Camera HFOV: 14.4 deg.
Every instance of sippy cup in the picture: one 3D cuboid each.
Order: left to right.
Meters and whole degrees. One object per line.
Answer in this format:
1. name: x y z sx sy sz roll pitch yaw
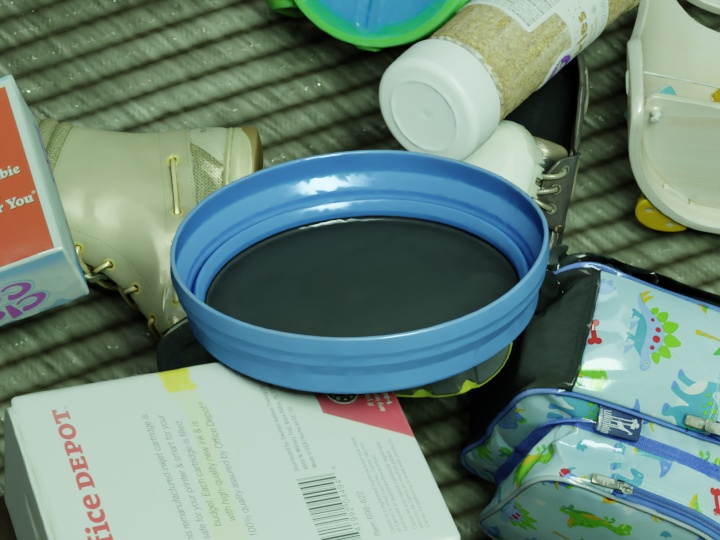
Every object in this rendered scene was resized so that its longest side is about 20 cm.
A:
1. sippy cup: 0.034 -0.206 1.716 0.177 0.130 0.141 16 104 22

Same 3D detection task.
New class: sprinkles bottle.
1. sprinkles bottle: 0.091 -0.137 1.642 0.068 0.068 0.200 36 48 13

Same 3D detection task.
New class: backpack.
1. backpack: 0.165 0.097 1.560 0.199 0.183 0.148 16 69 -8

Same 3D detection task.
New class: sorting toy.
1. sorting toy: 0.239 -0.115 1.724 0.199 0.107 0.181 9 51 -12

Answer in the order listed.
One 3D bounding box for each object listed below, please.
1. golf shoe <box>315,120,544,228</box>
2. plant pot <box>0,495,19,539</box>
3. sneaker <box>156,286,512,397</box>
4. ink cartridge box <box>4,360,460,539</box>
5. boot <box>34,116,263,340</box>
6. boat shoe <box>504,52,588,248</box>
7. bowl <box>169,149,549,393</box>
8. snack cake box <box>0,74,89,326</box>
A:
1. golf shoe: 0.018 -0.021 1.613 0.200 0.097 0.078 -43 51 -3
2. plant pot: -0.203 0.215 1.478 0.186 0.187 0.200 28 50 9
3. sneaker: -0.012 0.043 1.563 0.199 0.085 0.075 -4 102 9
4. ink cartridge box: -0.070 0.125 1.435 0.199 0.084 0.146 -8 48 -19
5. boot: -0.140 0.006 1.636 0.154 0.073 0.201 5 71 3
6. boat shoe: 0.092 -0.056 1.688 0.074 0.073 0.201 11 62 0
7. bowl: 0.000 0.000 1.491 0.199 0.040 0.201 -3 30 1
8. snack cake box: -0.265 -0.015 1.584 0.199 0.067 0.116 -20 65 0
